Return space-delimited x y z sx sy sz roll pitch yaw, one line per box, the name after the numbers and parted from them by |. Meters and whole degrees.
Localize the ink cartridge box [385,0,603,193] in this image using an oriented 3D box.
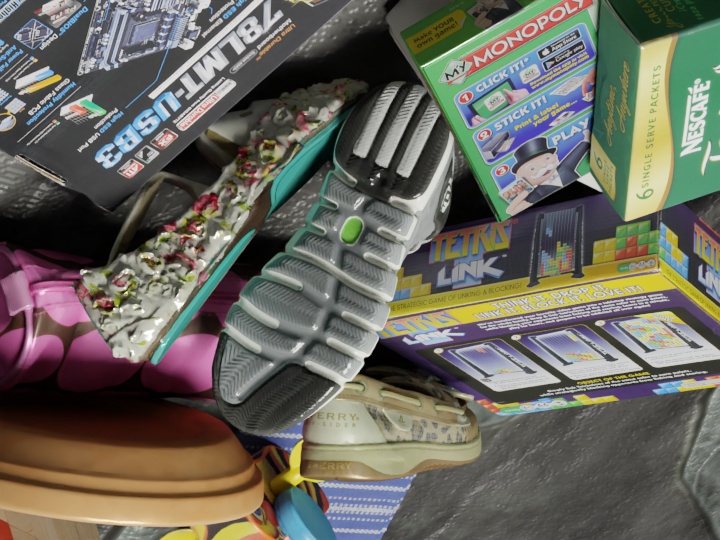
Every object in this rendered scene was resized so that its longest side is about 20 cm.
0.135 -0.149 1.020 0.147 0.083 0.200 21 122 -43 | ink cartridge box

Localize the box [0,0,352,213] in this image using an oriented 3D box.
-0.118 -0.137 0.926 0.200 0.050 0.198 -39 141 18 | box

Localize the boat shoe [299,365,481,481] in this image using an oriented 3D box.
0.023 0.083 1.158 0.073 0.063 0.200 -1 180 18 | boat shoe

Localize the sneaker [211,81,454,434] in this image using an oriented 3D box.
0.000 0.000 1.062 0.200 0.075 0.115 -59 167 4 | sneaker

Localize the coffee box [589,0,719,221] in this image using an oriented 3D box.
0.210 -0.103 0.966 0.200 0.044 0.123 -17 140 -14 | coffee box

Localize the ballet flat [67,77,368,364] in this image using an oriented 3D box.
-0.072 -0.040 1.019 0.200 0.064 0.076 -50 176 -23 | ballet flat

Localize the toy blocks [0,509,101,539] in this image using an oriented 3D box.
-0.206 0.162 1.141 0.100 0.137 0.200 -36 140 12 | toy blocks

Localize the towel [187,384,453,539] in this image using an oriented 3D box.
-0.036 0.143 1.307 0.145 0.024 0.200 5 130 -29 | towel

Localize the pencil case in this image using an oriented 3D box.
-0.115 0.026 1.082 0.200 0.091 0.094 2 169 -32 | pencil case

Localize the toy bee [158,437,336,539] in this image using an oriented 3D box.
-0.063 0.139 1.173 0.131 0.200 0.109 -39 101 -9 | toy bee

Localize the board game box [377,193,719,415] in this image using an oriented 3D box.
0.123 0.022 1.157 0.200 0.057 0.165 -11 150 34 | board game box

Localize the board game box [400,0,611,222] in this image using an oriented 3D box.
0.131 -0.116 0.964 0.200 0.029 0.135 -29 141 2 | board game box

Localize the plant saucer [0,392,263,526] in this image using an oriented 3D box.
-0.148 0.090 1.048 0.200 0.200 0.037 6 98 -32 | plant saucer
